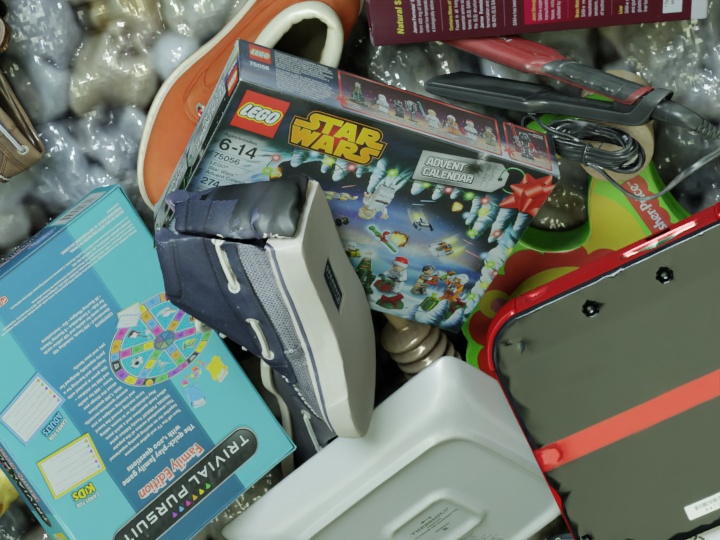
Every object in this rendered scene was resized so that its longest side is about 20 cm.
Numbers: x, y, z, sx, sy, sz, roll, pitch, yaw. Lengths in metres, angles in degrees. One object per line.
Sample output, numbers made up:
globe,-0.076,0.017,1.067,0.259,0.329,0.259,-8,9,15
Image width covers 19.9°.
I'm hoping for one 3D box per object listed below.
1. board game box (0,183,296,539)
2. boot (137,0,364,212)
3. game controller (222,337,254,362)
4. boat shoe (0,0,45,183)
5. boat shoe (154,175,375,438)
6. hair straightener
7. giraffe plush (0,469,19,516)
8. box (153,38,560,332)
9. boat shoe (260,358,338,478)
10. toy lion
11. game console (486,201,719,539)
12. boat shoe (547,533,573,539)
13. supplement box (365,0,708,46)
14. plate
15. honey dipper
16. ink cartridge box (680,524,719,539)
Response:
board game box,-0.154,0.074,1.243,0.151,0.047,0.201,-39,106,-23
boot,-0.072,-0.098,1.217,0.075,0.107,0.200,32,114,-16
game controller,-0.039,-0.013,1.300,0.199,0.042,0.105,-27,127,13
boat shoe,-0.244,-0.142,1.222,0.072,0.072,0.201,-16,125,3
boat shoe,-0.052,0.022,1.176,0.092,0.075,0.201,0,137,16
hair straightener,0.122,-0.088,1.201,0.199,0.041,0.078,19,119,29
giraffe plush,-0.242,0.114,1.306,0.162,0.200,0.173,-35,109,-15
box,-0.004,-0.044,1.181,0.198,0.040,0.137,15,131,-19
boat shoe,-0.016,0.075,1.289,0.062,0.073,0.201,21,142,23
toy lion,0.139,0.001,1.292,0.191,0.069,0.201,-29,112,22
game console,0.190,0.069,1.237,0.199,0.031,0.178,-25,99,16
boat shoe,0.214,0.190,1.368,0.198,0.063,0.075,-11,149,8
supplement box,0.099,-0.193,1.174,0.198,0.061,0.109,-4,140,2
plate,0.045,0.153,1.326,0.199,0.032,0.199,-39,137,20
honey dipper,0.000,0.000,1.266,0.038,0.038,0.200,-28,125,13
ink cartridge box,0.244,0.161,1.281,0.116,0.067,0.202,20,96,15
